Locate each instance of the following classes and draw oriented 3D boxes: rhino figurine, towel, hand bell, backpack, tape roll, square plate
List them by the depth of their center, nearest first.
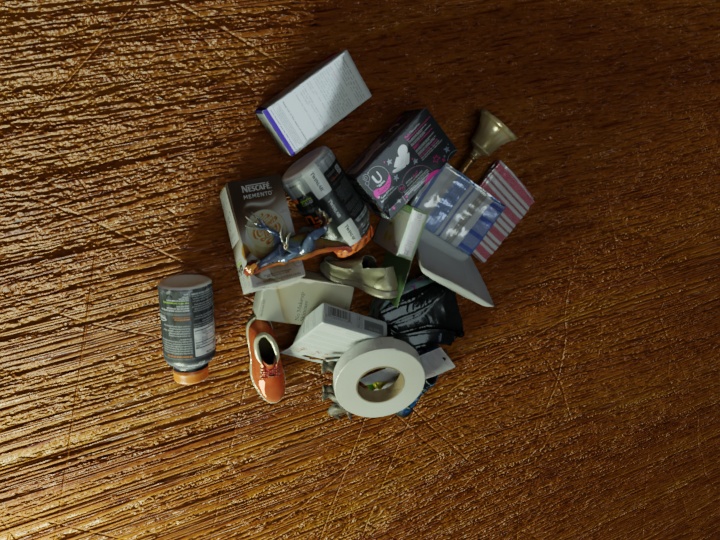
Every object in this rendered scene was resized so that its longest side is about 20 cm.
[{"bbox_3d":[0.039,0.228,1.216,0.197,0.037,0.207,-5,126,-6],"label":"tape roll"},{"bbox_3d":[0.187,-0.014,1.255,0.197,0.200,0.029,27,117,-24],"label":"square plate"},{"bbox_3d":[0.243,-0.244,1.279,0.103,0.105,0.201,32,105,-23],"label":"hand bell"},{"bbox_3d":[0.209,-0.137,1.283,0.197,0.024,0.148,31,110,-15],"label":"towel"},{"bbox_3d":[0.118,0.099,1.291,0.195,0.126,0.171,-19,98,-12],"label":"backpack"},{"bbox_3d":[-0.044,0.273,1.297,0.085,0.061,0.204,1,128,-1],"label":"rhino figurine"},{"bbox_3d":[0.302,-0.136,1.347,0.146,0.030,0.201,39,92,-23],"label":"towel"}]

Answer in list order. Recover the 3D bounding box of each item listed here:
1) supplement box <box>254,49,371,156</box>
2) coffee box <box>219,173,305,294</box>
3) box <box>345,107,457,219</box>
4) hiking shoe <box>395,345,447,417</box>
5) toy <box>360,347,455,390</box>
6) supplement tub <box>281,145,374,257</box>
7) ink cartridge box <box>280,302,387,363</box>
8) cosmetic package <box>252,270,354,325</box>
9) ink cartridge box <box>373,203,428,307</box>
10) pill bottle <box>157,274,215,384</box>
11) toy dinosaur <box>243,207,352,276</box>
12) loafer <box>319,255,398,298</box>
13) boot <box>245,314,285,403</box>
[{"bbox_3d":[-0.092,-0.324,1.118,0.199,0.101,0.104,-39,113,-5],"label":"supplement box"},{"bbox_3d":[-0.192,-0.070,1.118,0.112,0.079,0.205,-14,86,-25],"label":"coffee box"},{"bbox_3d":[0.076,-0.222,1.187,0.200,0.132,0.115,-44,110,-3],"label":"box"},{"bbox_3d":[0.133,0.260,1.358,0.073,0.087,0.204,20,97,-22],"label":"hiking shoe"},{"bbox_3d":[0.102,0.214,1.289,0.196,0.048,0.115,-26,143,13],"label":"toy"},{"bbox_3d":[-0.062,-0.135,1.167,0.122,0.122,0.202,-37,112,-6],"label":"supplement tub"},{"bbox_3d":[-0.061,0.144,1.230,0.157,0.199,0.048,18,57,-28],"label":"ink cartridge box"},{"bbox_3d":[-0.122,0.057,1.225,0.195,0.073,0.106,8,102,-22],"label":"cosmetic package"},{"bbox_3d":[0.068,-0.043,1.224,0.047,0.145,0.205,17,99,-22],"label":"ink cartridge box"},{"bbox_3d":[-0.342,0.119,1.146,0.103,0.106,0.206,-4,105,-18],"label":"pill bottle"},{"bbox_3d":[-0.122,-0.034,1.054,0.182,0.105,0.200,-47,112,-7],"label":"toy dinosaur"},{"bbox_3d":[0.000,0.000,1.198,0.075,0.196,0.070,-3,109,-56],"label":"loafer"},{"bbox_3d":[-0.197,0.205,1.220,0.073,0.107,0.205,-16,110,-15],"label":"boot"}]
